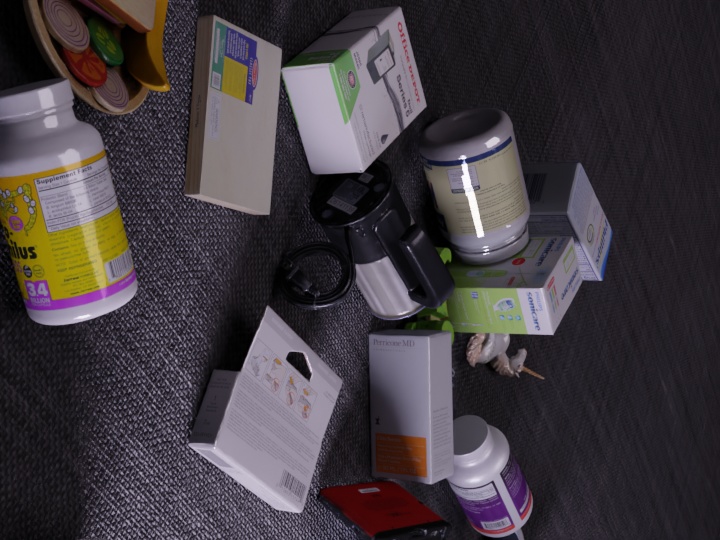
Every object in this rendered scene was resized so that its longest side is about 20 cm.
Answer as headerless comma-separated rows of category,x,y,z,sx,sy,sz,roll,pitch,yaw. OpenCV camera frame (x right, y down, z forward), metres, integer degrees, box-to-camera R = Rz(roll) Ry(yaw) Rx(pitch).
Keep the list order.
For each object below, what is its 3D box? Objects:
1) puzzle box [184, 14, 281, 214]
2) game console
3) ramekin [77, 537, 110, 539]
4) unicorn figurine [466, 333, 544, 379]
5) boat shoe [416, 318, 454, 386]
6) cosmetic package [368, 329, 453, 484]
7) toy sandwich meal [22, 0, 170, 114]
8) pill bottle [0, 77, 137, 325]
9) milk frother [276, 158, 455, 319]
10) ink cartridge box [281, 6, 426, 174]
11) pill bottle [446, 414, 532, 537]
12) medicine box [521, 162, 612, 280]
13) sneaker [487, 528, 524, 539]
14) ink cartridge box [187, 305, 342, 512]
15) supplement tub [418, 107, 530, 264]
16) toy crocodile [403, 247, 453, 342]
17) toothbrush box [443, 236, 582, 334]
puzzle box,-0.143,-0.173,1.263,0.132,0.025,0.204,14,78,-58
game console,0.030,0.377,1.471,0.199,0.171,0.120,12,108,-58
ramekin,-0.274,0.336,0.988,0.201,0.093,0.206,-3,93,-59
unicorn figurine,0.226,0.116,1.841,0.198,0.073,0.140,-5,104,-44
boat shoe,0.108,0.156,1.637,0.072,0.067,0.203,35,60,-53
cosmetic package,0.071,0.186,1.547,0.071,0.100,0.204,-5,93,-57
toy sandwich meal,-0.234,-0.249,1.036,0.205,0.069,0.208,44,40,-52
pill bottle,-0.269,-0.062,0.983,0.104,0.103,0.203,-34,119,-53
milk frother,0.000,0.000,1.424,0.199,0.181,0.189,-34,130,-2
ink cartridge box,-0.004,-0.235,1.434,0.200,0.083,0.147,-49,131,-47
pill bottle,0.194,0.319,1.739,0.113,0.111,0.201,-62,139,-37
medicine box,0.300,-0.077,1.842,0.200,0.180,0.104,51,49,-46
sneaker,0.255,0.526,1.880,0.202,0.069,0.109,66,34,-24
ink cartridge box,-0.106,0.165,1.309,0.200,0.044,0.178,50,50,-48
supplement tub,0.176,-0.127,1.674,0.145,0.143,0.203,-48,130,-47
toy crocodile,0.104,0.060,1.613,0.062,0.067,0.203,26,59,-54
toothbrush box,0.219,0.021,1.695,0.146,0.197,0.087,-49,131,-45
